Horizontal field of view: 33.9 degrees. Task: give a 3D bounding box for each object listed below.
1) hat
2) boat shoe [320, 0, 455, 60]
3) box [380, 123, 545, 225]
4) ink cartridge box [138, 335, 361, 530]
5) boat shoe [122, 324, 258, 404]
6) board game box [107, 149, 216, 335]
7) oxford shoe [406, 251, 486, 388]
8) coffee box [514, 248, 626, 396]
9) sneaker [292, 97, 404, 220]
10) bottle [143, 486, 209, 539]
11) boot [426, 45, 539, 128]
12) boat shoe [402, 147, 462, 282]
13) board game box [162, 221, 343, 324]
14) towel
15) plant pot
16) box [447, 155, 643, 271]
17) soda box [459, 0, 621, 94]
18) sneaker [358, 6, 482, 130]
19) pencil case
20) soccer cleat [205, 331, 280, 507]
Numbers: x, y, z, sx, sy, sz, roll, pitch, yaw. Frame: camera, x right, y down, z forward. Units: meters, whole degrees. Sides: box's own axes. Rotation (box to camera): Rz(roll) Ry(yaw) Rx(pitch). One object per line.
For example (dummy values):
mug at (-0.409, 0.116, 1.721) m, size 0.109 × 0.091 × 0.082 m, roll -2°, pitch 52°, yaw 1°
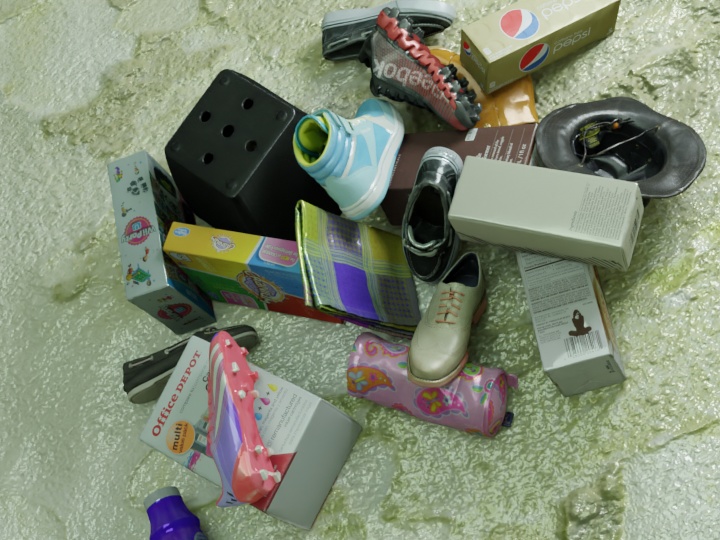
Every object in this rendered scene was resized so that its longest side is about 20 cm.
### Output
hat at (0.301, -0.120, 1.392) m, size 0.199 × 0.081 × 0.201 m, roll -1°, pitch 42°, yaw 1°
boat shoe at (0.037, -0.318, 1.597) m, size 0.199 × 0.072 × 0.072 m, roll -3°, pitch 78°, yaw 31°
box at (0.126, -0.117, 1.450) m, size 0.199 × 0.075 × 0.101 m, roll -3°, pitch 50°, yaw 30°
ink cartridge box at (-0.132, 0.194, 1.419) m, size 0.199 × 0.145 × 0.146 m, roll 22°, pitch 80°, yaw 28°
boat shoe at (-0.228, 0.107, 1.534) m, size 0.199 × 0.067 × 0.057 m, roll -28°, pitch 67°, yaw 13°
board game box at (-0.263, -0.035, 1.556) m, size 0.064 × 0.148 × 0.201 m, roll -19°, pitch 65°, yaw 11°
oxford shoe at (0.098, 0.054, 1.368) m, size 0.070 × 0.074 × 0.201 m, roll 9°, pitch 39°, yaw 14°
coffee box at (0.236, 0.029, 1.355) m, size 0.079 × 0.114 × 0.202 m, roll -17°, pitch 64°, yaw 14°
sneaker at (-0.017, -0.171, 1.441) m, size 0.079 × 0.130 × 0.201 m, roll -29°, pitch 34°, yaw 32°
bottle at (-0.206, 0.357, 1.422) m, size 0.065 × 0.084 × 0.201 m, roll -33°, pitch 62°, yaw 7°
boot at (0.123, -0.215, 1.516) m, size 0.199 × 0.071 × 0.145 m, roll -13°, pitch 66°, yaw 12°
boat shoe at (0.076, -0.052, 1.393) m, size 0.072 × 0.201 × 0.071 m, roll 17°, pitch 48°, yaw 16°
board game box at (-0.128, 0.004, 1.483) m, size 0.198 × 0.153 × 0.041 m, roll 9°, pitch 67°, yaw 25°
towel at (0.000, 0.000, 1.420) m, size 0.023 × 0.199 × 0.145 m, roll -27°, pitch 60°, yaw 35°
plant pot at (-0.133, -0.143, 1.529) m, size 0.199 × 0.177 × 0.201 m, roll 34°, pitch 84°, yaw 28°
box at (0.204, -0.064, 1.300) m, size 0.199 × 0.068 × 0.083 m, roll 13°, pitch 73°, yaw 24°
soda box at (0.225, -0.301, 1.476) m, size 0.199 × 0.064 × 0.068 m, roll -27°, pitch 62°, yaw -12°
sneaker at (0.069, -0.234, 1.476) m, size 0.098 × 0.071 × 0.201 m, roll -46°, pitch 67°, yaw 16°
pencil case at (0.082, 0.134, 1.395) m, size 0.199 × 0.087 × 0.088 m, roll 13°, pitch 76°, yaw 25°
soccer cleat at (-0.148, 0.165, 1.320) m, size 0.076 × 0.067 × 0.201 m, roll -25°, pitch 66°, yaw 15°
